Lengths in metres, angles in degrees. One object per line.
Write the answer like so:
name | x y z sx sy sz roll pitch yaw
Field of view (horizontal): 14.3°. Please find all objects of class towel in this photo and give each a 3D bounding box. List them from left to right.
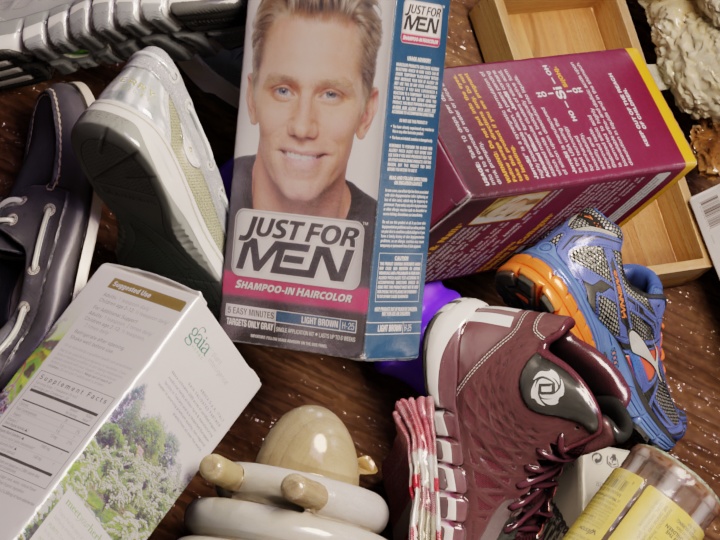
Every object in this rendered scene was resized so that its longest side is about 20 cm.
towel | 0.029 0.184 1.572 0.023 0.144 0.201 -1 67 -4

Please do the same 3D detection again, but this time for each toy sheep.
toy sheep | -0.045 0.171 1.542 0.137 0.138 0.201 19 82 -19

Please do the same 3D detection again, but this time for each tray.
tray | 0.145 -0.083 1.810 0.098 0.037 0.201 -8 73 -30

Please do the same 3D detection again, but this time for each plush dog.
plush dog | 0.277 -0.153 1.804 0.200 0.172 0.161 33 48 -27

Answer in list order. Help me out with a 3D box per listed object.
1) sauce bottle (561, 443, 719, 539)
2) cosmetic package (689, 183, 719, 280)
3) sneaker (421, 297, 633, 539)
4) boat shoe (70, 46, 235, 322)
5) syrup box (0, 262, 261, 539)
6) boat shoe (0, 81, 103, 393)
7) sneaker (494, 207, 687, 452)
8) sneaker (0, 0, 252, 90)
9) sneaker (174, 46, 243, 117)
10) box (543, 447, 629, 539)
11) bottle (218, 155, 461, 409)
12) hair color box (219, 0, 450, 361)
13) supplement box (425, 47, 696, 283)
sauce bottle | 0.117 0.189 1.572 0.065 0.065 0.200 40 81 -6
cosmetic package | 0.277 0.038 1.798 0.082 0.051 0.201 4 63 -60
sneaker | 0.100 0.115 1.610 0.076 0.115 0.201 -28 115 -57
boat shoe | -0.099 -0.038 1.577 0.074 0.202 0.065 15 60 29
syrup box | -0.149 0.100 1.510 0.200 0.081 0.079 -54 136 -22
boat shoe | -0.184 -0.017 1.587 0.063 0.073 0.201 13 68 -24
sneaker | 0.154 0.039 1.686 0.078 0.075 0.200 -47 139 -11
sneaker | -0.144 -0.176 1.617 0.199 0.075 0.116 -8 72 15
sneaker | -0.069 -0.178 1.656 0.084 0.121 0.200 -26 62 -40
box | 0.136 0.208 1.650 0.068 0.082 0.201 13 62 -23
bottle | 0.000 0.000 1.679 0.200 0.065 0.084 46 52 -3
hair color box | -0.015 -0.056 1.554 0.060 0.100 0.201 2 94 -57
supplement box | 0.081 -0.060 1.658 0.200 0.110 0.086 -9 66 -44
